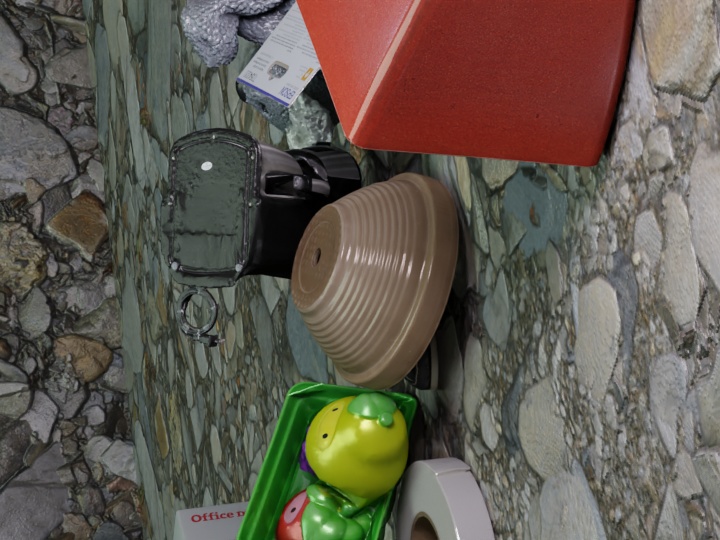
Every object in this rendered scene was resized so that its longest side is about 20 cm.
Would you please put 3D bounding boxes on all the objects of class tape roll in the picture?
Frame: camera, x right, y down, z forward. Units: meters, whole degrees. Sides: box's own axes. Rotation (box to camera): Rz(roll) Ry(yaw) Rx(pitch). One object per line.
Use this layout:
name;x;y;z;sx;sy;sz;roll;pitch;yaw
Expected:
tape roll;0.079;0.272;1.742;0.203;0.037;0.204;175;90;-75

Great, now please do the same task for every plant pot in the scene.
plant pot;0.085;-0.210;1.333;0.201;0.199;0.177;-110;33;-42
plant pot;0.000;0.000;1.720;0.201;0.092;0.202;-44;37;46

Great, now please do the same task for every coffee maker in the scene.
coffee maker;-0.094;-0.034;1.823;0.134;0.200;0.193;29;102;30

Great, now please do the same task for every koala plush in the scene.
koala plush;-0.067;-0.219;1.937;0.178;0.183;0.201;-89;-16;-63

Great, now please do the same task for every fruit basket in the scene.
fruit basket;-0.022;0.183;1.793;0.215;0.154;0.217;5;-90;-73

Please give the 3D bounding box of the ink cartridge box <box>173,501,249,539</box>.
ink cartridge box;-0.147;0.407;2.367;0.201;0.144;0.145;-109;21;-43

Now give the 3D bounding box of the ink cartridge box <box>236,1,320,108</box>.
ink cartridge box;-0.017;-0.228;1.723;0.200;0.043;0.196;-54;21;0

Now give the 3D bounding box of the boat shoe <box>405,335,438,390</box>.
boat shoe;0.023;0.062;1.826;0.200;0.062;0.073;-125;34;-60
